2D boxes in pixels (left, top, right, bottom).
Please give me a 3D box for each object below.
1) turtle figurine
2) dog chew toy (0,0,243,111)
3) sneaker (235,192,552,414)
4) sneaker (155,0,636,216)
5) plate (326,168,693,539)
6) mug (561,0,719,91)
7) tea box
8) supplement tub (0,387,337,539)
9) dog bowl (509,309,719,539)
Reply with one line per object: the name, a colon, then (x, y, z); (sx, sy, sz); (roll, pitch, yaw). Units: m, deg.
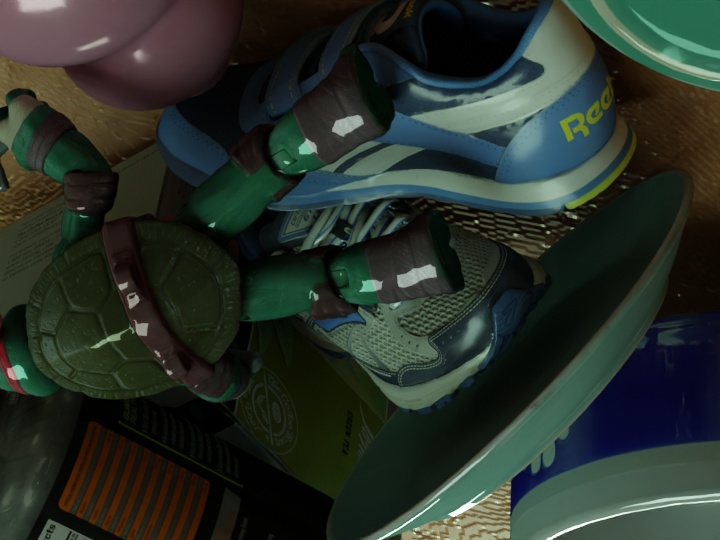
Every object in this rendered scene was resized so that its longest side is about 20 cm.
turtle figurine: (-0.071, 0.001, 0.742); (0.199, 0.101, 0.150); (-21, 123, 12)
dog chew toy: (-0.115, -0.134, 0.738); (0.124, 0.125, 0.200); (-6, 143, 36)
sneaker: (0.000, 0.000, 0.826); (0.085, 0.077, 0.200); (43, 165, -23)
sneaker: (0.006, -0.073, 0.785); (0.199, 0.074, 0.082); (0, 133, 24)
plate: (0.063, 0.040, 0.779); (0.026, 0.200, 0.200); (44, 142, -6)
mug: (0.106, -0.132, 0.604); (0.184, 0.115, 0.152); (21, 145, 5)
tea box: (-0.109, 0.077, 0.949); (0.199, 0.134, 0.197); (-26, 125, 27)
supplement tub: (-0.098, 0.115, 0.811); (0.200, 0.123, 0.122); (31, 145, -18)
dog bowl: (0.162, 0.092, 0.843); (0.199, 0.079, 0.200); (2, 154, 1)
